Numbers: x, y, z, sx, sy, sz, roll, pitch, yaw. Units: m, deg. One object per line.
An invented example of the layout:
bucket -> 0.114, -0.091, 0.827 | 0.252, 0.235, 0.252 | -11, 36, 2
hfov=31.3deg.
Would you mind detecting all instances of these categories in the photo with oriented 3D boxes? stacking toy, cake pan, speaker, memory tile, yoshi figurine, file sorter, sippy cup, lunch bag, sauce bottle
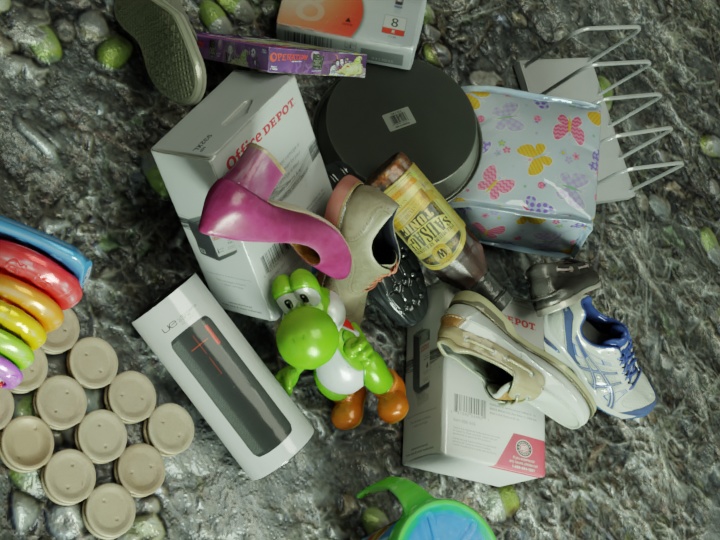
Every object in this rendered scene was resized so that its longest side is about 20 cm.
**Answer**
stacking toy -> -0.320, 0.061, 1.117 | 0.109, 0.116, 0.201 | 23, 67, -8
cake pan -> 0.044, -0.159, 1.448 | 0.198, 0.037, 0.202 | 3, 64, -5
speaker -> -0.134, 0.102, 1.253 | 0.081, 0.081, 0.201 | -41, 99, -38
memory tile -> -0.260, 0.138, 1.191 | 0.200, 0.017, 0.154 | 44, 54, -15
yoshi figurine -> -0.031, 0.090, 1.276 | 0.112, 0.112, 0.201 | -43, 128, -12
file sorter -> 0.312, -0.199, 1.652 | 0.138, 0.124, 0.202 | -9, 79, -36
sippy cup -> 0.052, 0.304, 1.277 | 0.139, 0.130, 0.179 | 20, 62, -27
lunch bag -> 0.174, -0.119, 1.524 | 0.198, 0.127, 0.171 | 9, 66, -5
sauce bottle -> 0.086, -0.034, 1.372 | 0.200, 0.066, 0.066 | 47, 53, -8

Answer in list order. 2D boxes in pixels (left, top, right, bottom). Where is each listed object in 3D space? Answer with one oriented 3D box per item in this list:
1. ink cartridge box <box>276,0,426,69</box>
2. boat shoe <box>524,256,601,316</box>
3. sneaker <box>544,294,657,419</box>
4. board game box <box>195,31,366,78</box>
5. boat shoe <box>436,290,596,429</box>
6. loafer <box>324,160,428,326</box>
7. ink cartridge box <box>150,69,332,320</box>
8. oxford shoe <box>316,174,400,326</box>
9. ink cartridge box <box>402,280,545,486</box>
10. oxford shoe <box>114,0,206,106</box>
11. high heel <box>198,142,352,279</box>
ink cartridge box -> 0.000, -0.336, 1.482 | 0.161, 0.050, 0.202 | 10, 67, 2
boat shoe -> 0.233, 0.006, 1.480 | 0.057, 0.066, 0.200 | 70, 20, -1
sneaker -> 0.300, 0.108, 1.553 | 0.200, 0.088, 0.076 | 39, 53, -19
board game box -> -0.097, -0.225, 1.333 | 0.119, 0.199, 0.033 | -8, 108, -35
boat shoe -> 0.161, 0.111, 1.362 | 0.200, 0.075, 0.069 | 39, 60, -8
loafer -> 0.005, -0.026, 1.404 | 0.068, 0.070, 0.201 | -38, 99, -34
ink cartridge box -> -0.106, -0.076, 1.278 | 0.145, 0.083, 0.201 | -50, 137, -36
oxford shoe -> 0.000, 0.000, 1.320 | 0.074, 0.201, 0.071 | 23, 47, 19
ink cartridge box -> 0.127, 0.125, 1.426 | 0.145, 0.085, 0.202 | 17, 65, -29
oxford shoe -> -0.191, -0.235, 1.300 | 0.057, 0.076, 0.200 | 8, 33, -39
high heel -> -0.077, -0.025, 1.206 | 0.096, 0.067, 0.200 | -56, 144, -16
